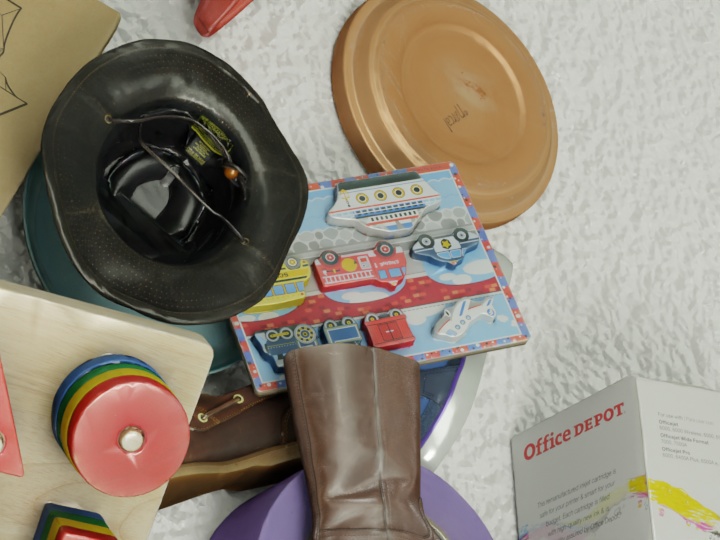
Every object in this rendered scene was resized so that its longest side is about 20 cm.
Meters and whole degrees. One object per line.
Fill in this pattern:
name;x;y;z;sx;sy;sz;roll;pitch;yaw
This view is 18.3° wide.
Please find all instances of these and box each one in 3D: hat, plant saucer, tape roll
hat;-0.135;-0.046;1.437;0.200;0.081;0.201;16;61;-30
plant saucer;-0.139;-0.020;1.492;0.200;0.027;0.200;15;62;-30
tape roll;-0.003;0.223;1.437;0.200;0.085;0.200;15;62;-29
plant saucer;0.070;-0.128;1.687;0.200;0.032;0.200;15;62;-29

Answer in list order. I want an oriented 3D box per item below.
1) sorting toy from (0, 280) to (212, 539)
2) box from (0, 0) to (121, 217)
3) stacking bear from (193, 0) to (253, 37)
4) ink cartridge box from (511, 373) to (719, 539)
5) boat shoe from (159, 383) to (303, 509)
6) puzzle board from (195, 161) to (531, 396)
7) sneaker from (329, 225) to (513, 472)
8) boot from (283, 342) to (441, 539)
sorting toy;-0.200;0.115;1.270;0.200;0.070;0.199;16;100;-25
box;-0.264;-0.138;1.445;0.163;0.021;0.200;32;53;-8
stacking bear;-0.129;-0.285;1.575;0.200;0.121;0.114;45;52;0
ink cartridge box;0.210;0.195;1.560;0.145;0.147;0.200;12;63;-31
boat shoe;-0.109;0.111;1.427;0.200;0.070;0.070;-8;70;-45
puzzle board;0.000;0.000;1.499;0.200;0.017;0.151;-10;61;-23
sneaker;0.012;0.040;1.547;0.146;0.081;0.200;27;61;-9
boot;0.042;0.136;1.417;0.186;0.064;0.200;8;62;-33
